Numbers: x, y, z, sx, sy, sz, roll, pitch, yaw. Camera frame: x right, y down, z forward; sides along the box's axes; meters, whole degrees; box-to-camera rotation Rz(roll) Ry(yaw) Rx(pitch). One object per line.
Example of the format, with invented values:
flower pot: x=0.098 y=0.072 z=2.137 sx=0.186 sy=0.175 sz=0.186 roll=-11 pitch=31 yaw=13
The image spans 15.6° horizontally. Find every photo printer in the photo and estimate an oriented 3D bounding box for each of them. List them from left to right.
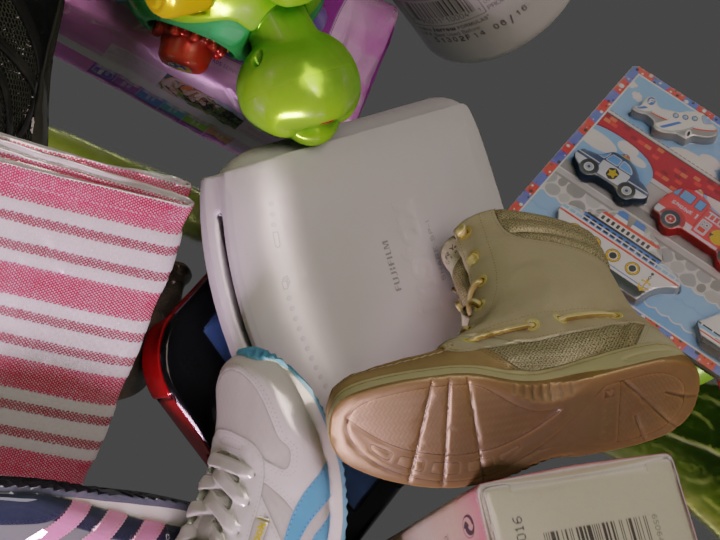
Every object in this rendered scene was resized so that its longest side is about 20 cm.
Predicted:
photo printer: x=0.000 y=0.000 z=1.475 sx=0.200 sy=0.069 sz=0.167 roll=-18 pitch=93 yaw=-44

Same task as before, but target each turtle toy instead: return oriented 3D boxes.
turtle toy: x=-0.066 y=-0.154 z=1.448 sx=0.146 sy=0.101 sz=0.200 roll=-17 pitch=52 yaw=-29

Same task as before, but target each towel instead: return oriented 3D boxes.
towel: x=-0.187 y=0.024 z=1.398 sx=0.146 sy=0.200 sz=0.030 roll=15 pitch=22 yaw=-22

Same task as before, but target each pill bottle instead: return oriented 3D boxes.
pill bottle: x=0.039 y=-0.227 z=1.556 sx=0.200 sy=0.114 sz=0.115 roll=50 pitch=52 yaw=-38

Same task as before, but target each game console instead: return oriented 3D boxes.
game console: x=-0.024 y=0.055 z=1.503 sx=0.177 sy=0.031 sz=0.200 roll=53 pitch=50 yaw=-14

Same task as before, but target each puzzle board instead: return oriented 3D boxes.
puzzle board: x=0.202 y=-0.022 z=1.541 sx=0.200 sy=0.017 sz=0.151 roll=34 pitch=61 yaw=15

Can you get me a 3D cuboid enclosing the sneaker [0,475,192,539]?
sneaker: x=-0.158 y=0.154 z=1.404 sx=0.200 sy=0.070 sz=0.082 roll=10 pitch=87 yaw=-22

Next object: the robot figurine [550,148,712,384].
robot figurine: x=0.193 y=-0.014 z=1.621 sx=0.200 sy=0.116 sz=0.176 roll=-39 pitch=97 yaw=-33

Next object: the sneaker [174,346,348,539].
sneaker: x=-0.059 y=0.141 z=1.383 sx=0.081 sy=0.076 sz=0.200 roll=-9 pitch=102 yaw=-35

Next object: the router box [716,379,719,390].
router box: x=0.291 y=0.043 z=1.626 sx=0.200 sy=0.049 sz=0.180 roll=-60 pitch=145 yaw=-31

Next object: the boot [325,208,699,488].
boot: x=0.061 y=0.036 z=1.400 sx=0.200 sy=0.073 sz=0.156 roll=-9 pitch=37 yaw=-15

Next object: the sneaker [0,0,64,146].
sneaker: x=-0.213 y=-0.137 z=1.433 sx=0.076 sy=0.114 sz=0.200 roll=4 pitch=89 yaw=14

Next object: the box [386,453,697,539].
box: x=0.085 y=0.184 z=1.439 sx=0.128 sy=0.200 sz=0.109 roll=-7 pitch=74 yaw=-28

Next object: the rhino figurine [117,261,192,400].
rhino figurine: x=-0.193 y=0.011 z=1.445 sx=0.200 sy=0.060 sz=0.088 roll=21 pitch=63 yaw=-23

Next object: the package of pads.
package of pads: x=-0.087 y=-0.147 z=1.553 sx=0.200 sy=0.076 sz=0.121 roll=28 pitch=64 yaw=-15
